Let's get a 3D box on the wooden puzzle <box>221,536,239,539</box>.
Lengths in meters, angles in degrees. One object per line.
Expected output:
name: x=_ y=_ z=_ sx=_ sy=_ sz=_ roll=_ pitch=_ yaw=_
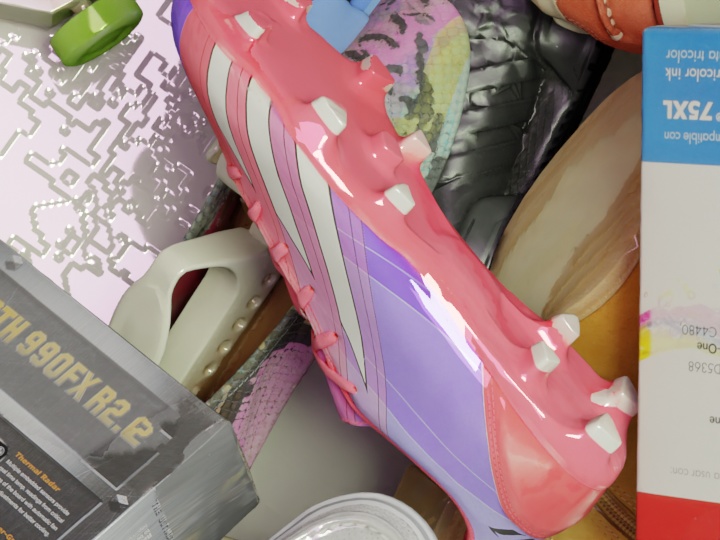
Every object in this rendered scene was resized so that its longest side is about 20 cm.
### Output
wooden puzzle: x=-0.023 y=0.187 z=0.877 sx=0.185 sy=0.037 sz=0.200 roll=15 pitch=76 yaw=10

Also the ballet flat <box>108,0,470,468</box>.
ballet flat: x=-0.034 y=-0.006 z=0.946 sx=0.069 sy=0.071 sz=0.200 roll=39 pitch=103 yaw=34

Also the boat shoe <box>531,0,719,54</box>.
boat shoe: x=0.133 y=-0.108 z=0.981 sx=0.200 sy=0.063 sz=0.071 roll=-20 pitch=110 yaw=-50

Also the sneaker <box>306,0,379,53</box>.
sneaker: x=-0.016 y=-0.151 z=0.952 sx=0.078 sy=0.070 sz=0.200 roll=45 pitch=58 yaw=-38

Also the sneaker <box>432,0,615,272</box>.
sneaker: x=0.024 y=-0.067 z=1.000 sx=0.104 sy=0.060 sz=0.200 roll=25 pitch=86 yaw=9

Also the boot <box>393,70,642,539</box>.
boot: x=0.106 y=0.043 z=0.964 sx=0.144 sy=0.071 sz=0.201 roll=23 pitch=100 yaw=-27

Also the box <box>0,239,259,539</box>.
box: x=-0.156 y=0.057 z=0.905 sx=0.158 sy=0.048 sz=0.200 roll=-42 pitch=56 yaw=-20

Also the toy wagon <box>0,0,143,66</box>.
toy wagon: x=-0.082 y=-0.171 z=1.011 sx=0.200 sy=0.040 sz=0.155 roll=-33 pitch=87 yaw=-11

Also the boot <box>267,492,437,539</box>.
boot: x=-0.046 y=0.137 z=0.831 sx=0.074 sy=0.096 sz=0.200 roll=33 pitch=75 yaw=16

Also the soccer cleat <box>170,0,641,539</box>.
soccer cleat: x=0.000 y=0.000 z=0.884 sx=0.076 sy=0.067 sz=0.200 roll=-40 pitch=92 yaw=24

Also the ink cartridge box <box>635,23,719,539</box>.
ink cartridge box: x=0.140 y=0.025 z=0.896 sx=0.067 sy=0.116 sz=0.200 roll=5 pitch=97 yaw=37
